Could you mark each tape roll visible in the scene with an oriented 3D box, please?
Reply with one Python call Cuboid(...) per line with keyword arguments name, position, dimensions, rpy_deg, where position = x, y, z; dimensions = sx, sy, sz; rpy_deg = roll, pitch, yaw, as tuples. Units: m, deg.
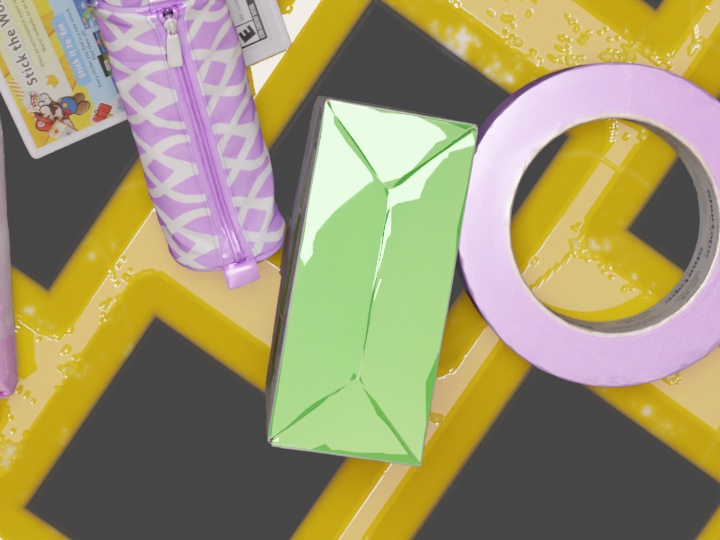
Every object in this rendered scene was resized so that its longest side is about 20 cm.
Cuboid(name="tape roll", position=(0.157, -0.030, 1.295), dimensions=(0.198, 0.066, 0.202), rpy_deg=(0, 95, -2))

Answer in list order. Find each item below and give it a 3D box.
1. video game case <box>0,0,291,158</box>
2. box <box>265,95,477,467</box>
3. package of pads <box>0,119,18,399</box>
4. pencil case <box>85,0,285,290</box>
Cuboid(name="video game case", position=(-0.154, -0.185, 1.237), dimensions=(0.181, 0.023, 0.201), rpy_deg=(-24, 128, -5))
Cuboid(name="box", position=(0.000, 0.000, 1.236), dimensions=(0.096, 0.176, 0.202), rpy_deg=(9, 94, -3))
Cuboid(name="package of pads", position=(-0.279, -0.017, 1.278), dimensions=(0.119, 0.076, 0.202), rpy_deg=(-3, 95, -4))
Cuboid(name="pencil case", position=(-0.101, -0.095, 1.239), dimensions=(0.083, 0.086, 0.201), rpy_deg=(-24, 122, -13))
